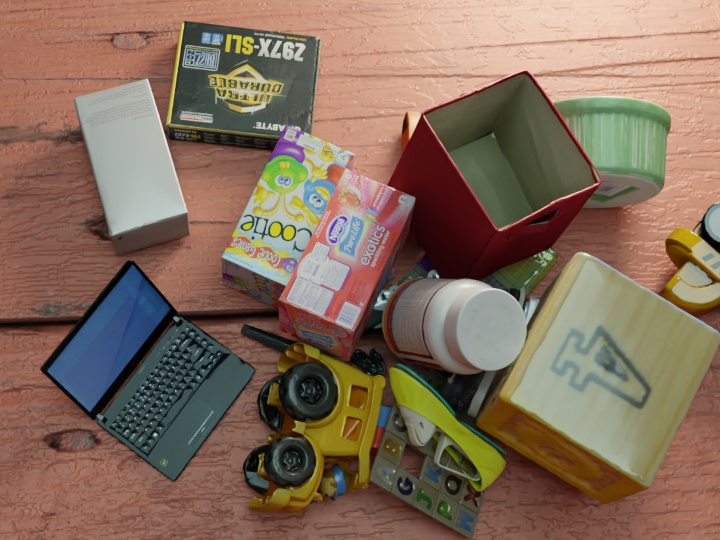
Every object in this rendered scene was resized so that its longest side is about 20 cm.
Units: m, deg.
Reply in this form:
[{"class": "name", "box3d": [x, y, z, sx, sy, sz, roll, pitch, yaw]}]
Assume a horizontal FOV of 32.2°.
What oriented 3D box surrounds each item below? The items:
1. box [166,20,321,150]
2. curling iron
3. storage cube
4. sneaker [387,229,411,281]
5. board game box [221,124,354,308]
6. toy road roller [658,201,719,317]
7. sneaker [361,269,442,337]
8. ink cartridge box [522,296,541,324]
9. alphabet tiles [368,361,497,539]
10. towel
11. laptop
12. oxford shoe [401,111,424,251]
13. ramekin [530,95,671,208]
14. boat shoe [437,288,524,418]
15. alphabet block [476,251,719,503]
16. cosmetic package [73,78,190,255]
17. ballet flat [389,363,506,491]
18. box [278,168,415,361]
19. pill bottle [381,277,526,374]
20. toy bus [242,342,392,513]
[{"class": "box", "box3d": [-0.158, -0.251, 1.712, 0.197, 0.049, 0.162, 7, 69, -3]}, {"class": "curling iron", "box3d": [-0.060, 0.106, 1.615, 0.197, 0.026, 0.050, 15, 43, 5]}, {"class": "storage cube", "box3d": [0.161, -0.109, 1.556, 0.169, 0.180, 0.201, -24, 72, -24]}, {"class": "sneaker", "box3d": [0.000, 0.000, 1.630, 0.086, 0.074, 0.202, 30, 71, 3]}, {"class": "board game box", "box3d": [-0.095, -0.066, 1.626, 0.102, 0.105, 0.202, 23, 70, 3]}, {"class": "toy road roller", "box3d": [0.486, 0.019, 1.652, 0.200, 0.123, 0.146, 43, 86, 11]}, {"class": "sneaker", "box3d": [0.059, 0.061, 1.601, 0.198, 0.067, 0.091, -22, 75, -7]}, {"class": "ink cartridge box", "box3d": [0.285, 0.138, 1.606, 0.197, 0.084, 0.147, 16, 71, -1]}, {"class": "alphabet tiles", "box3d": [0.103, 0.208, 1.562, 0.166, 0.008, 0.202, 33, 60, -23]}, {"class": "towel", "box3d": [0.158, 0.001, 1.673, 0.143, 0.023, 0.200, 41, 73, 8]}, {"class": "laptop", "box3d": [-0.258, 0.124, 1.547, 0.199, 0.103, 0.178, 35, 72, 7]}, {"class": "oxford shoe", "box3d": [0.098, -0.123, 1.683, 0.072, 0.071, 0.203, 1, 71, -9]}, {"class": "ramekin", "box3d": [0.311, -0.151, 1.650, 0.197, 0.200, 0.099, 3, 78, -5]}, {"class": "boat shoe", "box3d": [0.155, 0.094, 1.582, 0.060, 0.074, 0.201, 23, 58, 7]}, {"class": "alphabet block", "box3d": [0.273, 0.131, 1.462, 0.195, 0.196, 0.201, 30, 75, 6]}, {"class": "cosmetic package", "box3d": [-0.300, -0.136, 1.639, 0.106, 0.085, 0.203, -14, 74, -10]}, {"class": "ballet flat", "box3d": [0.098, 0.198, 1.521, 0.200, 0.067, 0.067, 42, 72, -19]}, {"class": "box", "box3d": [-0.017, -0.007, 1.537, 0.101, 0.095, 0.202, 22, 64, 6]}, {"class": "pill bottle", "box3d": [0.109, 0.065, 1.471, 0.108, 0.200, 0.111, 0, 91, -22]}, {"class": "toy bus", "box3d": [-0.035, 0.213, 1.537, 0.190, 0.136, 0.203, 19, 70, -17]}]
